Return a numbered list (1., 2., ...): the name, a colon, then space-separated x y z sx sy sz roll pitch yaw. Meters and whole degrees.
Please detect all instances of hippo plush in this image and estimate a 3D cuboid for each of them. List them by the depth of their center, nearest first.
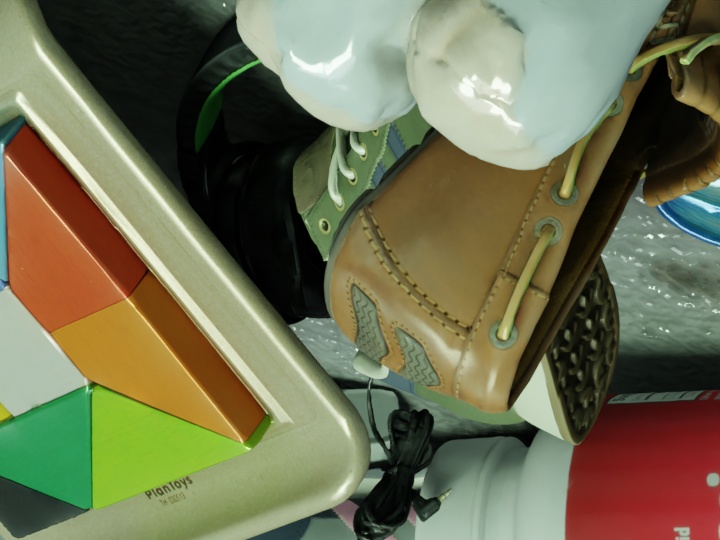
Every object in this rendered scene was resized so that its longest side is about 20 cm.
1. hippo plush: 0.031 -0.130 0.685 0.199 0.160 0.161 4 147 25

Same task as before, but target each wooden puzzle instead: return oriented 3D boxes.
1. wooden puzzle: -0.114 0.019 0.962 0.184 0.037 0.201 -23 107 43

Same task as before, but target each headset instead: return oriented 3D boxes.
1. headset: 0.000 0.000 0.979 0.123 0.094 0.201 7 137 21

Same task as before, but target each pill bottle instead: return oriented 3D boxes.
1. pill bottle: 0.126 0.099 1.032 0.199 0.113 0.112 -4 144 22

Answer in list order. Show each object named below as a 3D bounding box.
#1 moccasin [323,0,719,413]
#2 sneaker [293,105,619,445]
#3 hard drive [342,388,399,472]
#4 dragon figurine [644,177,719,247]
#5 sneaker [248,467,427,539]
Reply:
1. moccasin: 0.075 -0.046 0.758 0.077 0.201 0.074 31 150 20
2. sneaker: 0.016 -0.030 0.850 0.089 0.067 0.201 9 136 26
3. hard drive: -0.058 0.110 1.215 0.131 0.026 0.200 -3 151 -8
4. dragon figurine: 0.122 -0.045 0.869 0.199 0.059 0.100 24 152 0
5. sneaker: 0.030 0.122 1.136 0.198 0.083 0.070 -6 150 6
